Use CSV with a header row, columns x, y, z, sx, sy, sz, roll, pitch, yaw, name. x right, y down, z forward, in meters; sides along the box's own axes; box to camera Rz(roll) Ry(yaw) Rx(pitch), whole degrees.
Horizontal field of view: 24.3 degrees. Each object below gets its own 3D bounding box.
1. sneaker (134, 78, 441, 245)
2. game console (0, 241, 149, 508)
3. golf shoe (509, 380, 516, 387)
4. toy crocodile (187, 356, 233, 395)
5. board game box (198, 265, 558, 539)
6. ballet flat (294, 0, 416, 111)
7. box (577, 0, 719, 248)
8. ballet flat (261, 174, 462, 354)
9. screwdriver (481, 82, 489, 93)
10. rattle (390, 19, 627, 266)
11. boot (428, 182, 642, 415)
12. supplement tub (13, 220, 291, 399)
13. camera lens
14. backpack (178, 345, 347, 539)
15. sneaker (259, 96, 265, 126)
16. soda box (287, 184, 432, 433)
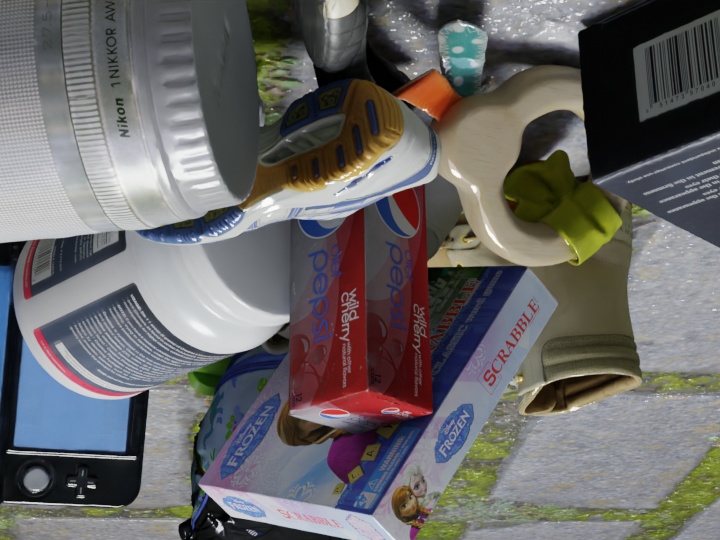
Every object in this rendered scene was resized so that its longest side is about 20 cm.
x,y,z,sx,sy,sz,roll,pitch,yaw,name
-0.046,-0.049,0.967,0.199,0.076,0.088,-10,163,32,sneaker
-0.231,0.079,1.206,0.175,0.201,0.116,5,-178,-16,game console
0.115,0.060,1.357,0.199,0.095,0.078,-9,157,22,golf shoe
-0.084,0.068,1.415,0.199,0.062,0.068,7,142,-13,toy crocodile
0.008,0.084,1.116,0.199,0.200,0.041,-2,137,52,board game box
-0.004,-0.134,0.937,0.056,0.067,0.200,-16,162,1,ballet flat
0.247,-0.090,0.989,0.147,0.105,0.199,-21,151,38,box
0.000,0.000,1.145,0.200,0.070,0.069,-33,144,30,ballet flat
0.046,-0.070,1.126,0.028,0.029,0.200,7,157,-19,screwdriver
0.074,-0.093,1.050,0.199,0.143,0.131,23,111,-30,rattle
0.102,0.028,1.195,0.199,0.156,0.073,-9,156,19,boot
-0.129,0.000,1.135,0.140,0.141,0.199,19,150,-40,supplement tub
-0.165,-0.097,0.876,0.199,0.161,0.160,-5,157,9,camera lens
-0.042,0.133,1.327,0.182,0.148,0.200,6,149,-11,backpack
-0.156,-0.083,1.044,0.199,0.073,0.071,-24,140,26,sneaker
-0.001,-0.004,1.055,0.070,0.201,0.063,-19,152,38,soda box
